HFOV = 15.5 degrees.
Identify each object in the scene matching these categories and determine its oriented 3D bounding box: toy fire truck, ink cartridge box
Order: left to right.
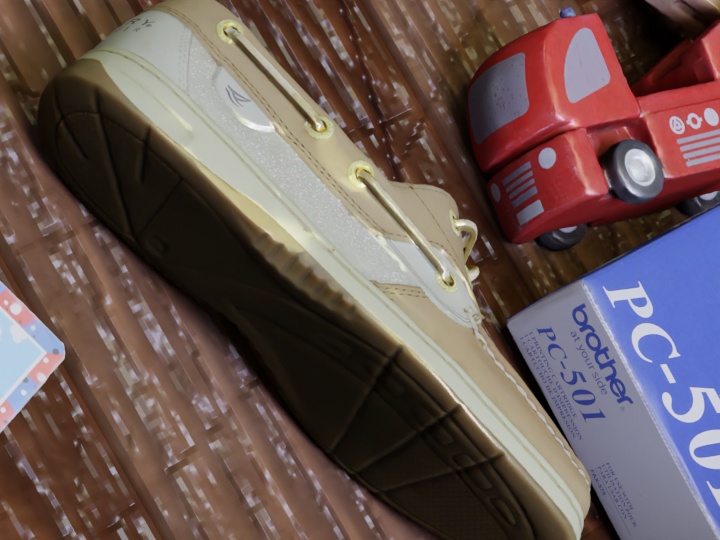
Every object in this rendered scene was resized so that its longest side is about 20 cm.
[{"bbox_3d":[0.108,-0.092,0.891,0.199,0.049,0.142,-13,77,-37],"label":"toy fire truck"},{"bbox_3d":[0.133,0.081,0.832,0.094,0.044,0.201,-27,87,-40],"label":"ink cartridge box"}]

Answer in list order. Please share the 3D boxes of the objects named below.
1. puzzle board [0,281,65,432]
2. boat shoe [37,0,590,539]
[{"bbox_3d":[-0.180,0.031,0.657,0.151,0.017,0.200,46,51,-9],"label":"puzzle board"},{"bbox_3d":[0.000,0.000,0.759,0.200,0.074,0.066,47,57,-9],"label":"boat shoe"}]
